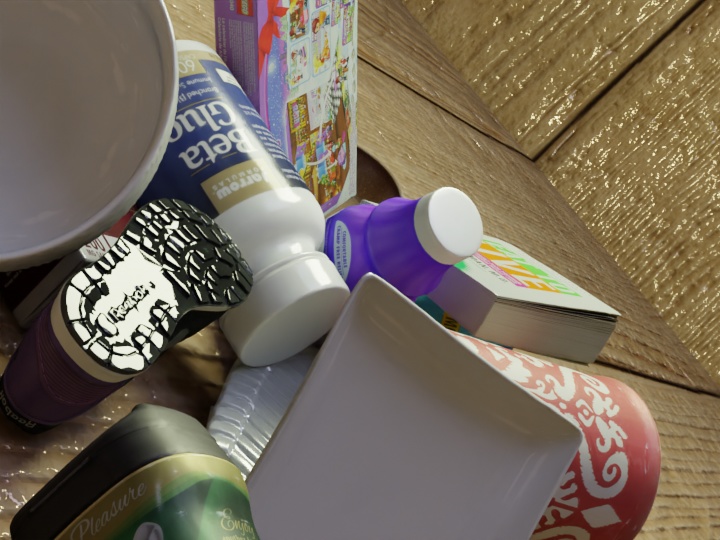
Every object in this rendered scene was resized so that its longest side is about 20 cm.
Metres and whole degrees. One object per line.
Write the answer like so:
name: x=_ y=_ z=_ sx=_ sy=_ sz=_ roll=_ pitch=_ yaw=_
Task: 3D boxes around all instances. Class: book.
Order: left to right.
book: x=0.092 y=0.009 z=1.104 sx=0.133 sy=0.048 sz=0.199 roll=39 pitch=15 yaw=31

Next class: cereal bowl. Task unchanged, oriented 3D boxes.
cereal bowl: x=-0.194 y=-0.093 z=0.803 sx=0.200 sy=0.200 sz=0.083 roll=49 pitch=-10 yaw=6

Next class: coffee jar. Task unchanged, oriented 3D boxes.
coffee jar: x=-0.071 y=0.159 z=0.636 sx=0.201 sy=0.104 sz=0.085 roll=56 pitch=14 yaw=29

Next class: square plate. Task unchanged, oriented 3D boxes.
square plate: x=0.012 y=0.130 z=0.813 sx=0.198 sy=0.201 sz=0.028 roll=36 pitch=-9 yaw=-35

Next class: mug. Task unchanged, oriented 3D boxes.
mug: x=0.064 y=0.105 z=0.959 sx=0.199 sy=0.135 sz=0.177 roll=22 pitch=-7 yaw=-40

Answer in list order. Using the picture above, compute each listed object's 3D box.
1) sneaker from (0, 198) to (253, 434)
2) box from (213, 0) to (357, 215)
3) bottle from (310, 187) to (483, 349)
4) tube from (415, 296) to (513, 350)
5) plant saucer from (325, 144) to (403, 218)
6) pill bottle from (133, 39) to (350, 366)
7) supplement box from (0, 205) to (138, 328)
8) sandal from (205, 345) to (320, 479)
sneaker: x=-0.133 y=0.024 z=0.816 sx=0.076 sy=0.087 sz=0.200 roll=50 pitch=26 yaw=1
box: x=-0.051 y=-0.127 z=1.089 sx=0.039 sy=0.202 sz=0.137 roll=14 pitch=29 yaw=26
bottle: x=0.000 y=0.000 z=1.000 sx=0.065 sy=0.199 sz=0.084 roll=12 pitch=66 yaw=-35
tube: x=0.029 y=0.032 z=1.195 sx=0.198 sy=0.078 sz=0.051 roll=20 pitch=51 yaw=1
plant saucer: x=-0.065 y=-0.060 z=1.202 sx=0.198 sy=0.037 sz=0.201 roll=10 pitch=34 yaw=-7
pill bottle: x=-0.091 y=-0.042 z=0.965 sx=0.201 sy=0.111 sz=0.111 roll=55 pitch=17 yaw=21
supplement box: x=-0.200 y=-0.053 z=0.909 sx=0.201 sy=0.061 sz=0.109 roll=53 pitch=16 yaw=24
sandal: x=-0.062 y=0.101 z=0.937 sx=0.082 sy=0.050 sz=0.203 roll=33 pitch=27 yaw=6
